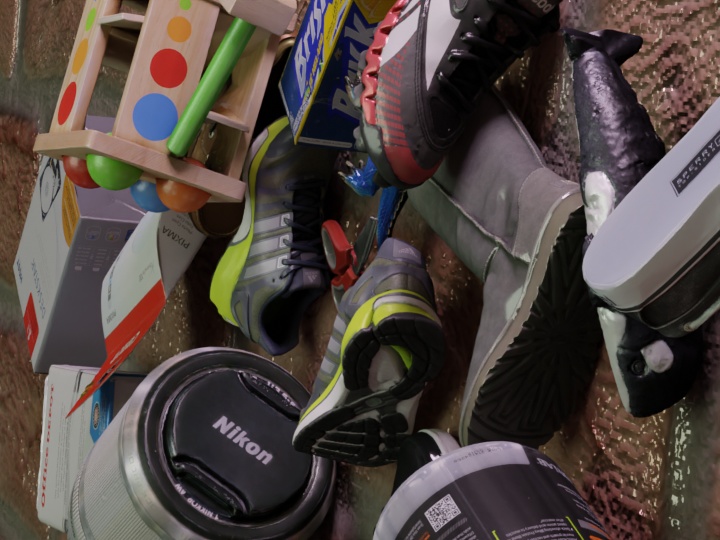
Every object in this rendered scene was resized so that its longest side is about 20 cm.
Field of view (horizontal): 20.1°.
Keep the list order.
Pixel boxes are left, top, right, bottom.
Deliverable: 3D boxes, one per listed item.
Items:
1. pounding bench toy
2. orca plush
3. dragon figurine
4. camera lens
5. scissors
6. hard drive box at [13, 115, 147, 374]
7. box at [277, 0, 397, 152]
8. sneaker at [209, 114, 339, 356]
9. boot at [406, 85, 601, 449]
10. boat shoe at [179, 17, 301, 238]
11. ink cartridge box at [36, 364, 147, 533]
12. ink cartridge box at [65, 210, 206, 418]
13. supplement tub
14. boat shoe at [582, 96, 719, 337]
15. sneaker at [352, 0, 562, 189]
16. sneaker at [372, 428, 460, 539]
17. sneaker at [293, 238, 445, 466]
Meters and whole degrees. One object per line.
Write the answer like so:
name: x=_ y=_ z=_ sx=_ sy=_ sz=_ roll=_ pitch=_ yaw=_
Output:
pounding bench toy: x=-0.127 y=-0.123 z=1.414 sx=0.200 sy=0.124 sz=0.157 roll=4 pitch=77 yaw=63
orca plush: x=0.155 y=-0.031 z=1.026 sx=0.105 sy=0.071 sz=0.201 roll=44 pitch=-140 yaw=-60
dragon figurine: x=0.032 y=-0.083 z=1.285 sx=0.099 sy=0.059 sz=0.201 roll=175 pitch=99 yaw=-67
camera lens: x=-0.118 y=0.159 z=1.472 sx=0.200 sy=0.159 sz=0.161 roll=132 pitch=136 yaw=-55
scissors: x=0.000 y=0.000 z=1.341 sx=0.200 sy=0.014 sz=0.074 roll=177 pitch=83 yaw=-78
hard drive box: x=-0.266 y=-0.023 z=1.941 sx=0.156 sy=0.076 sz=0.201 roll=-111 pitch=33 yaw=-45
box: x=0.010 y=-0.173 z=1.335 sx=0.064 sy=0.070 sz=0.201 roll=-107 pitch=31 yaw=-44
sneaker: x=-0.046 y=-0.027 z=1.466 sx=0.081 sy=0.074 sz=0.201 roll=48 pitch=134 yaw=39
boot: x=0.069 y=-0.008 z=1.177 sx=0.200 sy=0.072 sz=0.183 roll=42 pitch=111 yaw=53
boat shoe: x=-0.089 y=-0.104 z=1.550 sx=0.068 sy=0.072 sz=0.201 roll=-120 pitch=40 yaw=-53
ink cartridge box: x=-0.217 y=0.162 z=1.791 sx=0.200 sy=0.085 sz=0.147 roll=-179 pitch=93 yaw=-67
ink cartridge box: x=-0.186 y=0.013 z=1.670 sx=0.200 sy=0.047 sz=0.160 roll=-59 pitch=10 yaw=-30
supplement tub: x=0.091 y=0.188 z=1.036 sx=0.200 sy=0.122 sz=0.123 roll=-123 pitch=43 yaw=-55
boat shoe: x=0.190 y=-0.043 z=0.906 sx=0.199 sy=0.068 sz=0.074 roll=-48 pitch=27 yaw=20
sneaker: x=0.062 y=-0.139 z=1.164 sx=0.098 sy=0.071 sz=0.201 roll=6 pitch=69 yaw=42
sneaker: x=0.010 y=0.195 z=1.233 sx=0.073 sy=0.111 sz=0.201 roll=161 pitch=111 yaw=-64
sneaker: x=0.009 y=0.059 z=1.300 sx=0.200 sy=0.074 sz=0.081 roll=120 pitch=161 yaw=-50
